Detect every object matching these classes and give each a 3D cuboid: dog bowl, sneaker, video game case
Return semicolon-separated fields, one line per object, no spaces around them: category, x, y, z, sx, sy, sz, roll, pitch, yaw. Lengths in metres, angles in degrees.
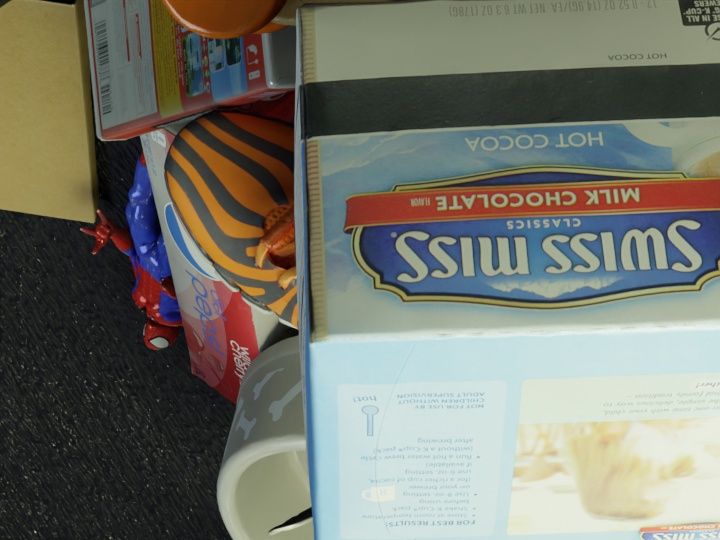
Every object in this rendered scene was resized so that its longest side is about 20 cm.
dog bowl;0.020;0.117;1.088;0.200;0.059;0.200;18;144;14
sneaker;0.000;0.000;0.844;0.200;0.078;0.112;38;179;12
video game case;-0.076;-0.135;0.934;0.200;0.017;0.143;-6;89;64

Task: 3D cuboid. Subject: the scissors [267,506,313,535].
scissors;0.055;0.045;0.777;0.073;0.200;0.014;-121;18;-52

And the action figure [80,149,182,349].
action figure;-0.111;-0.013;1.226;0.065;0.052;0.200;37;155;19

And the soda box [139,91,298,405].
soda box;-0.051;-0.013;1.092;0.063;0.070;0.200;33;151;30

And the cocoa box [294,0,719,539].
cocoa box;0.080;0.003;0.702;0.133;0.200;0.131;90;178;-54

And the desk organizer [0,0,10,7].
desk organizer;-0.179;-0.166;1.001;0.077;0.072;0.200;56;180;-3

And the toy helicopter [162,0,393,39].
toy helicopter;-0.032;-0.185;0.788;0.200;0.132;0.079;65;-168;-3

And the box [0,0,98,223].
box;-0.226;-0.100;1.223;0.163;0.021;0.200;9;147;2
